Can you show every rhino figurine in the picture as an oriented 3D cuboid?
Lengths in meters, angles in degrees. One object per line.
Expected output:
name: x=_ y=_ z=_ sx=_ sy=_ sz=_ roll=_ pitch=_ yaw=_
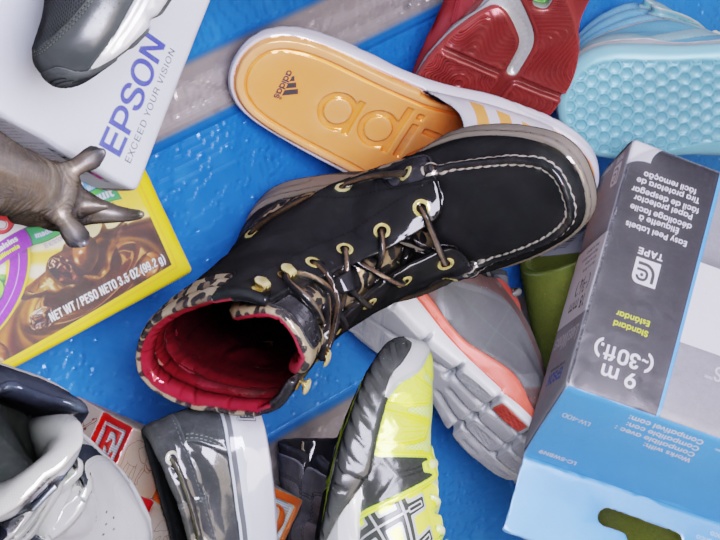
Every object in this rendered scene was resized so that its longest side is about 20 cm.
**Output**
rhino figurine: x=-0.184 y=-0.045 z=0.843 sx=0.198 sy=0.087 sz=0.060 roll=15 pitch=76 yaw=-24

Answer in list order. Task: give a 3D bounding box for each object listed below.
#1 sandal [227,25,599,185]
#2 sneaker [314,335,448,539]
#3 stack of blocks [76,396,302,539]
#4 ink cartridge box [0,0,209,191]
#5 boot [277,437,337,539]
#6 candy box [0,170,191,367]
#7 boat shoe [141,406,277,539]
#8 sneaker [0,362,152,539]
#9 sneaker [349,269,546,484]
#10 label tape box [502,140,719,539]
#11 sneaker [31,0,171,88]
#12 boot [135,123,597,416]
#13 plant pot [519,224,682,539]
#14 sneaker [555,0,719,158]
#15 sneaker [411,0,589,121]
sandal: x=0.027 y=-0.055 z=1.002 sx=0.205 sy=0.059 sz=0.080 roll=19 pitch=119 yaw=-19
sneaker: x=0.016 y=0.132 z=0.924 sx=0.076 sy=0.075 sz=0.202 roll=10 pitch=83 yaw=-1
stack of blocks: x=-0.137 y=0.125 z=0.964 sx=0.199 sy=0.058 sz=0.116 roll=27 pitch=85 yaw=-37
ink cartridge box: x=-0.146 y=-0.166 z=0.874 sx=0.199 sy=0.043 sz=0.198 roll=30 pitch=74 yaw=-38
boot: x=0.001 y=0.164 z=0.989 sx=0.069 sy=0.199 sz=0.133 roll=1 pitch=105 yaw=-36
candy box: x=-0.181 y=-0.001 z=0.904 sx=0.199 sy=0.026 sz=0.103 roll=-30 pitch=99 yaw=-27
boat shoe: x=-0.070 y=0.158 z=0.949 sx=0.056 sy=0.069 sz=0.202 roll=-8 pitch=104 yaw=-17
sneaker: x=-0.141 y=0.092 z=0.833 sx=0.080 sy=0.129 sz=0.199 roll=-50 pitch=125 yaw=-14
sneaker: x=0.072 y=0.040 z=1.061 sx=0.200 sy=0.077 sz=0.082 roll=46 pitch=61 yaw=-13
label tape box: x=0.170 y=0.055 z=1.005 sx=0.143 sy=0.063 sz=0.202 roll=19 pitch=74 yaw=-6
sneaker: x=-0.114 y=-0.174 z=0.837 sx=0.084 sy=0.074 sz=0.202 roll=26 pitch=66 yaw=-31
boot: x=0.000 y=0.000 z=0.919 sx=0.151 sy=0.198 sz=0.074 roll=-46 pitch=122 yaw=-50
plant pot: x=0.177 y=0.058 z=1.119 sx=0.187 sy=0.187 sz=0.201 roll=-40 pitch=106 yaw=-21
sneaker: x=0.203 y=-0.109 z=1.091 sx=0.198 sy=0.131 sz=0.080 roll=5 pitch=110 yaw=0
sneaker: x=0.078 y=-0.154 z=1.042 sx=0.078 sy=0.116 sz=0.201 roll=21 pitch=125 yaw=-20
